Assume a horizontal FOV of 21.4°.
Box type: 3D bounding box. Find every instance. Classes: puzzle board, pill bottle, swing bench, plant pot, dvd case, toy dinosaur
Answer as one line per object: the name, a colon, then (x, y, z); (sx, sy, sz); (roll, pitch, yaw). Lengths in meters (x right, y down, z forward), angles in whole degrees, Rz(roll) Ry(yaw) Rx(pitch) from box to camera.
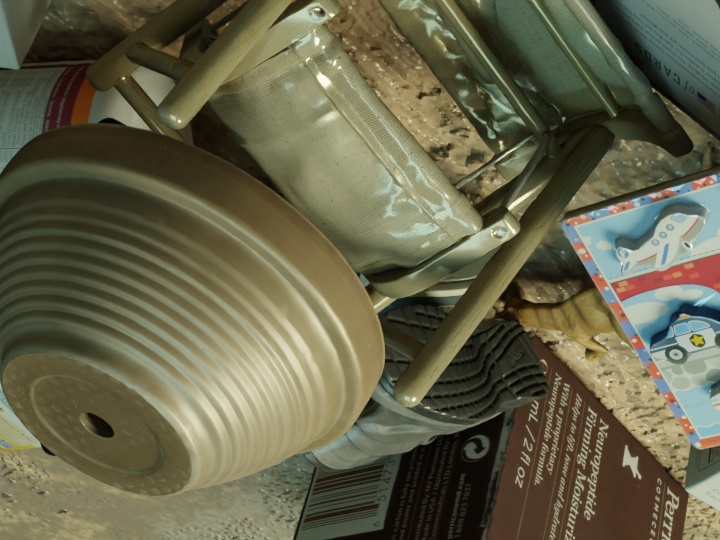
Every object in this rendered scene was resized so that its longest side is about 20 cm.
puzzle board: (0.211, 0.009, 0.867); (0.200, 0.017, 0.151); (-17, 119, 33)
pill bottle: (-0.205, -0.064, 1.085); (0.200, 0.110, 0.110); (0, 141, 21)
swing bench: (0.016, -0.081, 0.917); (0.199, 0.200, 0.130); (51, 170, -26)
plant pot: (-0.098, 0.036, 0.864); (0.201, 0.093, 0.201); (19, 143, 15)
dvd case: (0.158, -0.124, 0.841); (0.150, 0.025, 0.200); (45, 167, 27)
toy dinosaur: (0.159, 0.017, 1.093); (0.106, 0.060, 0.200); (36, 139, -22)

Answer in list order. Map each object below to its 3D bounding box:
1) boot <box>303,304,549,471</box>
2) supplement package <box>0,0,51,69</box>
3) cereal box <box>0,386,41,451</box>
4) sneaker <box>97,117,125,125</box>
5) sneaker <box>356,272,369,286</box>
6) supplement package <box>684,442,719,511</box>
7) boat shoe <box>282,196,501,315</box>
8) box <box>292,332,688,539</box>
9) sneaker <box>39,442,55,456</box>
boot: (0.015, 0.079, 1.085); (0.132, 0.070, 0.200); (-27, 161, 24)
supplement package: (-0.250, -0.191, 0.926); (0.200, 0.120, 0.121); (8, 142, 10)
cereal box: (-0.206, 0.065, 1.314); (0.200, 0.040, 0.144); (-9, 137, 31)
sneaker: (-0.106, 0.007, 1.001); (0.075, 0.079, 0.200); (-15, 135, -8)
sneaker: (-0.054, 0.041, 1.078); (0.074, 0.085, 0.200); (31, 139, 7)
supplement package: (0.301, 0.056, 1.011); (0.152, 0.151, 0.200); (31, 141, -17)
boat shoe: (0.000, 0.000, 1.120); (0.200, 0.075, 0.062); (0, 139, 23)
box: (0.085, 0.172, 1.235); (0.164, 0.166, 0.200); (-17, 133, 37)
sneaker: (-0.149, 0.078, 1.204); (0.083, 0.072, 0.200); (-7, 180, -28)
